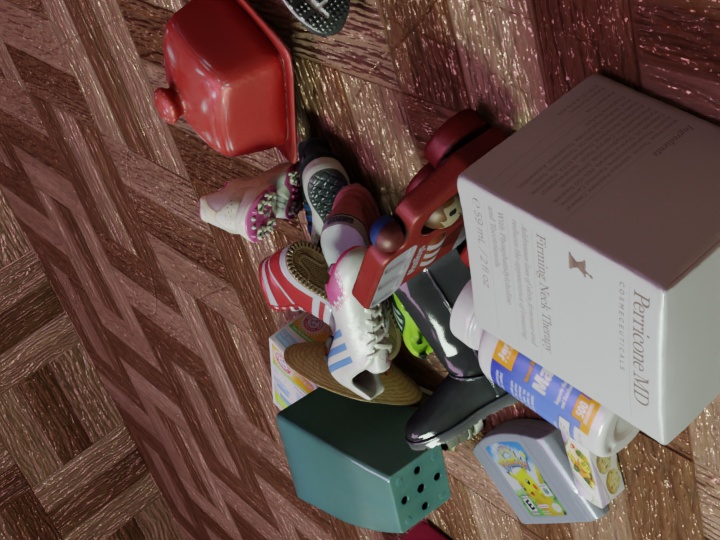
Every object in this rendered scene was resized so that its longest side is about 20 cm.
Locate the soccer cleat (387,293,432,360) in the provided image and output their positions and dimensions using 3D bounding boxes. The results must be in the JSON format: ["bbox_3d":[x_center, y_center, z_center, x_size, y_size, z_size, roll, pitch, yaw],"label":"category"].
[{"bbox_3d":[0.057,0.022,1.378,0.081,0.067,0.201,52,161,41],"label":"soccer cleat"}]

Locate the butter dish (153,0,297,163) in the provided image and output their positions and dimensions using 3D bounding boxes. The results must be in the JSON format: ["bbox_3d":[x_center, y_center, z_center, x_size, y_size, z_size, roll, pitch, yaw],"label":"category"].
[{"bbox_3d":[-0.173,-0.220,1.368,0.200,0.147,0.200,50,158,28],"label":"butter dish"}]

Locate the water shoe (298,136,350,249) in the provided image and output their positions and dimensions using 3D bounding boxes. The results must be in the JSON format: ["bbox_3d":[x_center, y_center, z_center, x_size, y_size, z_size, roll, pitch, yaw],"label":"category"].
[{"bbox_3d":[-0.035,-0.082,1.434,0.201,0.071,0.079,85,170,-52],"label":"water shoe"}]

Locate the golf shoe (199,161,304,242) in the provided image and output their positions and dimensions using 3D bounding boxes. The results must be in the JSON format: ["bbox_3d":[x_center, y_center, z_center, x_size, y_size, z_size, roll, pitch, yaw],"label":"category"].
[{"bbox_3d":[-0.126,-0.094,1.423,0.091,0.200,0.076,10,109,17],"label":"golf shoe"}]

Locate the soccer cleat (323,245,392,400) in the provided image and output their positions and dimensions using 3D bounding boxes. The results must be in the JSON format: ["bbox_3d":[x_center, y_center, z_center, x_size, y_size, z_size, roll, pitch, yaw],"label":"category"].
[{"bbox_3d":[0.007,0.061,1.301,0.086,0.070,0.201,40,145,31],"label":"soccer cleat"}]

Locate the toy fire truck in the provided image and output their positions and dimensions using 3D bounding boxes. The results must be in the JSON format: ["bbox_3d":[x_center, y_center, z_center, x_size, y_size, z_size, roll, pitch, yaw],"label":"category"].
[{"bbox_3d":[0.072,-0.048,1.111,0.112,0.167,0.200,48,157,13],"label":"toy fire truck"}]

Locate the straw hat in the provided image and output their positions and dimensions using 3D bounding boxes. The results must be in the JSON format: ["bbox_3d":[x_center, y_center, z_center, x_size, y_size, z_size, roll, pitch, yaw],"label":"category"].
[{"bbox_3d":[0.003,0.097,1.526,0.200,0.200,0.086,31,108,44],"label":"straw hat"}]

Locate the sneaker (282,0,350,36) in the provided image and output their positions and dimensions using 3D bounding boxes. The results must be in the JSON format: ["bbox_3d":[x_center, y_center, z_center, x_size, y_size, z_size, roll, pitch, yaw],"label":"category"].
[{"bbox_3d":[-0.074,-0.321,1.175,0.201,0.073,0.080,58,172,3],"label":"sneaker"}]

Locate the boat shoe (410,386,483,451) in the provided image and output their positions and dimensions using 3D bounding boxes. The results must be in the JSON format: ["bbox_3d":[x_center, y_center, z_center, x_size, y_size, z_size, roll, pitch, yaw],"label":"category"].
[{"bbox_3d":[0.087,0.201,1.560,0.072,0.060,0.201,59,157,-11],"label":"boat shoe"}]

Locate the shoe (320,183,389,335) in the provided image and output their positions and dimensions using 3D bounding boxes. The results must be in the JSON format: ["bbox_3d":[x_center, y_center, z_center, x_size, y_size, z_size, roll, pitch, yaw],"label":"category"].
[{"bbox_3d":[0.000,0.000,1.374,0.071,0.091,0.201,0,127,14],"label":"shoe"}]

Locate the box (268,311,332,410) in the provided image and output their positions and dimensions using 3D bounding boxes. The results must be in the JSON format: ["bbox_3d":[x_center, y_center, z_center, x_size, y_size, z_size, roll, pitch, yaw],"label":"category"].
[{"bbox_3d":[-0.062,0.156,1.738,0.112,0.101,0.201,43,155,23],"label":"box"}]

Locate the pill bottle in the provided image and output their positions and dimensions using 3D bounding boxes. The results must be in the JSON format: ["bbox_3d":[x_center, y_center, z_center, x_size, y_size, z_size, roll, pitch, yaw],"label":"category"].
[{"bbox_3d":[0.185,0.080,1.125,0.199,0.112,0.113,35,150,31],"label":"pill bottle"}]

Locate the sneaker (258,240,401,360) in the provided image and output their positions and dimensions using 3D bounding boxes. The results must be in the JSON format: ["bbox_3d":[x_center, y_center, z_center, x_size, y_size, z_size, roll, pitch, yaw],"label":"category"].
[{"bbox_3d":[-0.042,0.043,1.463,0.200,0.071,0.112,44,152,-19],"label":"sneaker"}]

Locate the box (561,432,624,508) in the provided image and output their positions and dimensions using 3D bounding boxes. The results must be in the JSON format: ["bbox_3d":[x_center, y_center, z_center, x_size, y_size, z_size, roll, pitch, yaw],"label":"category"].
[{"bbox_3d":[0.239,0.167,1.244,0.039,0.041,0.201,24,142,48],"label":"box"}]

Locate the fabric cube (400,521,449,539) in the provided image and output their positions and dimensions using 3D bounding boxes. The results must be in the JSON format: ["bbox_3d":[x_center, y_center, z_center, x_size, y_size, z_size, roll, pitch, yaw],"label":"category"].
[{"bbox_3d":[0.114,0.557,1.821,0.199,0.199,0.197,29,146,42],"label":"fabric cube"}]

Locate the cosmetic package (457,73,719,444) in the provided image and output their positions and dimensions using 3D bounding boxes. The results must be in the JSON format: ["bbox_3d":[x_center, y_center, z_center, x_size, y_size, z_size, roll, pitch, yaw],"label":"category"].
[{"bbox_3d":[0.206,-0.015,0.900,0.199,0.166,0.168,33,149,39],"label":"cosmetic package"}]

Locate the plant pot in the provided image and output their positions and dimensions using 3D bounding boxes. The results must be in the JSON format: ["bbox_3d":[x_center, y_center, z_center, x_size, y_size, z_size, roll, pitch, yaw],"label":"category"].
[{"bbox_3d":[0.014,0.245,1.517,0.199,0.141,0.142,23,134,49],"label":"plant pot"}]

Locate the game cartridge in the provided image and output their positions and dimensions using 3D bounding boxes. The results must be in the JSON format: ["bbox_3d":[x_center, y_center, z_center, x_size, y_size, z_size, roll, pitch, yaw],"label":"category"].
[{"bbox_3d":[0.210,0.243,1.414,0.134,0.040,0.200,58,157,1],"label":"game cartridge"}]

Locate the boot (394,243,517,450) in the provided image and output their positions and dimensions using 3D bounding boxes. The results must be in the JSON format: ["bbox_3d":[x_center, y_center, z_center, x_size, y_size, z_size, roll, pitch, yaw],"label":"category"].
[{"bbox_3d":[0.080,0.079,1.291,0.201,0.164,0.066,59,-177,-18],"label":"boot"}]
